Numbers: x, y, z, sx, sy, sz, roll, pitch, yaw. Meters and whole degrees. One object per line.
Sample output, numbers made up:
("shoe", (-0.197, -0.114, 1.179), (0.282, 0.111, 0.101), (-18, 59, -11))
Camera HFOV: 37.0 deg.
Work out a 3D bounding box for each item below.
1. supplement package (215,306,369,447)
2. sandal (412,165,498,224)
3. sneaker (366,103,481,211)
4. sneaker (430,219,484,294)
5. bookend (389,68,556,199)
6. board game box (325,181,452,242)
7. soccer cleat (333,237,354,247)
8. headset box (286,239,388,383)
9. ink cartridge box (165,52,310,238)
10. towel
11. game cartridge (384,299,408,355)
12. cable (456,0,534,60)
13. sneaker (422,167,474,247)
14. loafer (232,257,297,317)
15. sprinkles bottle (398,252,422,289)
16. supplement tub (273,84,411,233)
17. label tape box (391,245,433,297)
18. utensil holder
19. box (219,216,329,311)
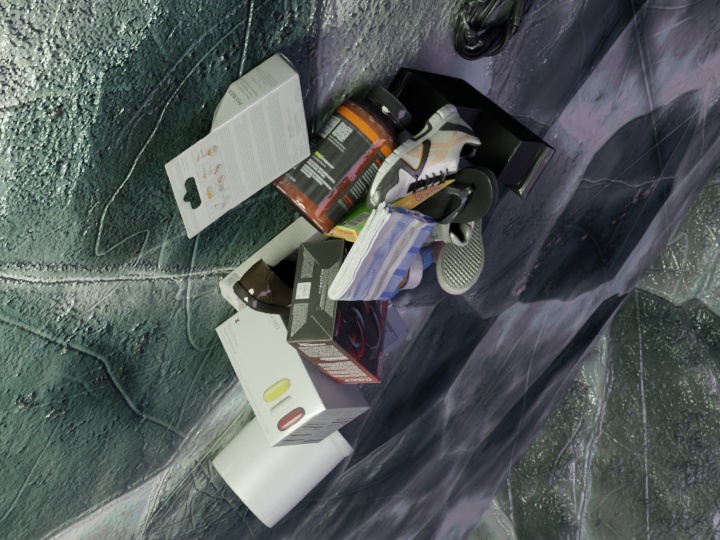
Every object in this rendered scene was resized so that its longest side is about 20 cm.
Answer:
("supplement package", (-0.101, 0.148, 1.628), (0.110, 0.202, 0.155), (-35, 161, 18))
("sandal", (0.120, -0.097, 1.577), (0.198, 0.077, 0.043), (-16, -169, 44))
("sneaker", (0.087, -0.142, 1.454), (0.200, 0.080, 0.074), (-44, 171, -22))
("sneaker", (0.157, -0.017, 1.783), (0.105, 0.074, 0.202), (112, -7, -47))
("bookend", (0.157, -0.200, 1.595), (0.198, 0.200, 0.093), (-7, 133, -58))
("board game box", (0.045, -0.103, 1.524), (0.199, 0.095, 0.030), (-36, 115, -23))
("soccer cleat", (0.004, -0.087, 1.603), (0.083, 0.064, 0.204), (10, 96, -55))
("headset box", (-0.024, 0.066, 1.542), (0.200, 0.074, 0.151), (47, 45, -56))
("ink cartridge box", (-0.154, -0.152, 1.321), (0.198, 0.057, 0.163), (-33, 153, -15))
("towel", (0.034, -0.020, 1.472), (0.148, 0.024, 0.199), (-59, 159, 10))
("game cartridge", (0.014, 0.114, 1.900), (0.133, 0.041, 0.200), (-42, 157, -5))
("cable", (0.222, -0.398, 1.601), (0.200, 0.051, 0.163), (-47, 156, -7))
("sneaker", (0.128, -0.071, 1.675), (0.077, 0.100, 0.200), (-26, 165, -20))
("loafer", (-0.097, 0.026, 1.536), (0.072, 0.073, 0.199), (-54, 154, 14))
("sprinkles bottle", (0.000, 0.000, 1.695), (0.197, 0.069, 0.069), (-4, 135, -28))
("supplement tub", (-0.019, -0.155, 1.467), (0.200, 0.107, 0.107), (-47, 156, -3))
("label tape box", (0.076, -0.064, 1.823), (0.144, 0.063, 0.201), (-40, 153, -20))
("utensil holder", (-0.139, 0.323, 1.897), (0.200, 0.170, 0.170), (-42, 156, -8))
("box", (-0.119, -0.021, 1.573), (0.199, 0.041, 0.039), (-41, 155, -21))
